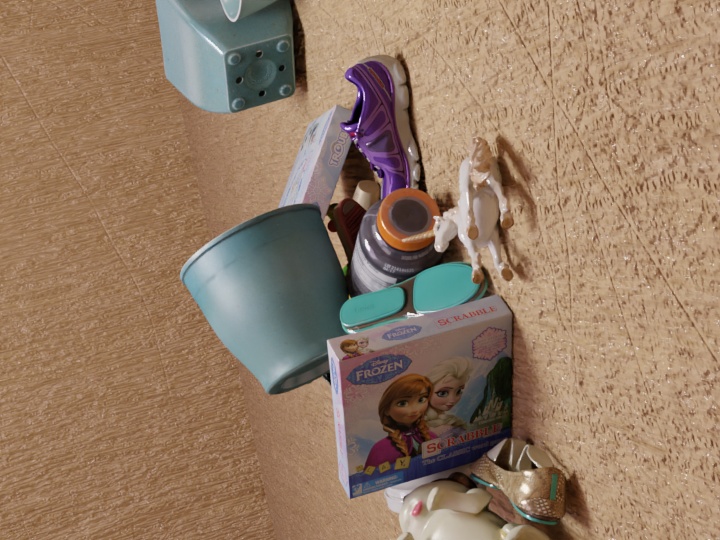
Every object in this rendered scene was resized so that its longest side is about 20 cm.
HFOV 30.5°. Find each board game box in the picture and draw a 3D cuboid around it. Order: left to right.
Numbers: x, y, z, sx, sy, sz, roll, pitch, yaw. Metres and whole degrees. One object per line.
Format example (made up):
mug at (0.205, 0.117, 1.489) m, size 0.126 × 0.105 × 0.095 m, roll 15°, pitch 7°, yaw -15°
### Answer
board game box at (-0.070, -0.124, 1.889) m, size 0.199 × 0.043 × 0.201 m, roll 174°, pitch 116°, yaw -78°
board game box at (0.068, 0.139, 1.442) m, size 0.041 × 0.199 × 0.200 m, roll -123°, pitch 23°, yaw -51°

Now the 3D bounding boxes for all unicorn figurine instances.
unicorn figurine at (0.116, -0.053, 1.360) m, size 0.138 × 0.073 × 0.201 m, roll -103°, pitch 24°, yaw -44°

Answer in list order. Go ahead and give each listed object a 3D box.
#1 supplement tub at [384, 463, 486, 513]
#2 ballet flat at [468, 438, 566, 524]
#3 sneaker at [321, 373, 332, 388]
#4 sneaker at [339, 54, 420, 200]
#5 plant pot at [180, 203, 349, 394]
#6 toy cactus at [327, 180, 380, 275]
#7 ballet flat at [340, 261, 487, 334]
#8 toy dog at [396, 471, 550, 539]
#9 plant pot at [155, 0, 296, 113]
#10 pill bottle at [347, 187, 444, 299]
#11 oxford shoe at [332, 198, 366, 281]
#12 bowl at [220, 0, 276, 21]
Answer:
supplement tub at (0.073, 0.176, 1.586) m, size 0.140 × 0.140 × 0.201 m, roll -165°, pitch 63°, yaw -75°
ballet flat at (0.173, 0.215, 1.413) m, size 0.200 × 0.070 × 0.066 m, roll -162°, pitch 86°, yaw -72°
sneaker at (0.020, 0.181, 1.804) m, size 0.200 × 0.104 × 0.060 m, roll 54°, pitch 128°, yaw 30°
sneaker at (0.019, -0.159, 1.606) m, size 0.081 × 0.083 × 0.201 m, roll -141°, pitch 39°, yaw -70°
plant pot at (-0.099, 0.047, 1.674) m, size 0.189 × 0.199 × 0.200 m, roll 63°, pitch 164°, yaw 12°
toy cactus at (-0.010, -0.053, 1.847) m, size 0.200 × 0.102 × 0.166 m, roll -105°, pitch 20°, yaw -49°
ballet flat at (0.071, 0.040, 1.516) m, size 0.070 × 0.199 × 0.068 m, roll 34°, pitch -131°, yaw -45°
toy dog at (0.125, 0.296, 1.439) m, size 0.200 × 0.193 × 0.140 m, roll 33°, pitch 103°, yaw 48°
plant pot at (-0.194, -0.359, 2.099) m, size 0.200 × 0.195 × 0.197 m, roll 53°, pitch 154°, yaw 42°
pill bottle at (0.046, -0.021, 1.582) m, size 0.200 × 0.106 × 0.107 m, roll 106°, pitch 148°, yaw -64°
oxford shoe at (0.000, 0.000, 1.737) m, size 0.075 × 0.070 × 0.201 m, roll -9°, pitch 114°, yaw 38°
bowl at (-0.154, -0.476, 1.956) m, size 0.201 × 0.104 × 0.202 m, roll 168°, pitch 90°, yaw -74°
